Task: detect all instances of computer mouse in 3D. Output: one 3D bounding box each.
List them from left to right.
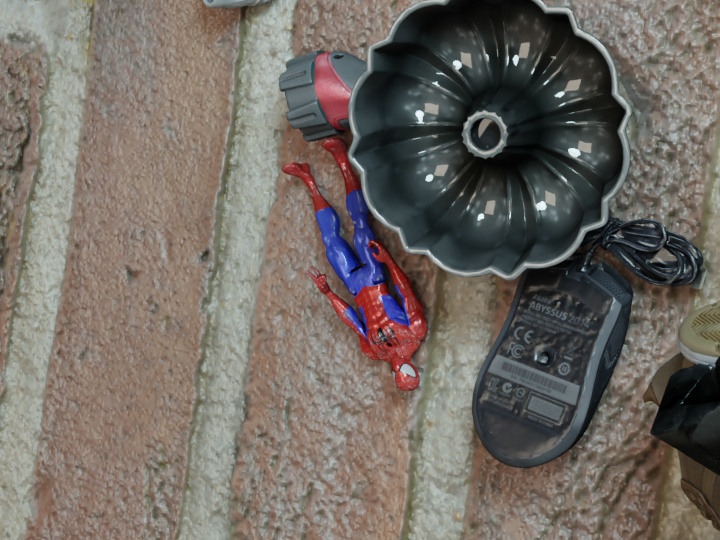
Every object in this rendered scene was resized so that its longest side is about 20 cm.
[{"bbox_3d":[0.152,0.050,1.132,0.138,0.053,0.201,26,89,27],"label":"computer mouse"}]

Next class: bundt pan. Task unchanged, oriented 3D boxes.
[{"bbox_3d":[0.096,-0.098,1.096,0.201,0.076,0.203,4,102,19],"label":"bundt pan"}]

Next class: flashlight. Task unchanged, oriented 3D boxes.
[{"bbox_3d":[0.040,-0.152,1.181,0.199,0.068,0.068,-15,116,22],"label":"flashlight"}]

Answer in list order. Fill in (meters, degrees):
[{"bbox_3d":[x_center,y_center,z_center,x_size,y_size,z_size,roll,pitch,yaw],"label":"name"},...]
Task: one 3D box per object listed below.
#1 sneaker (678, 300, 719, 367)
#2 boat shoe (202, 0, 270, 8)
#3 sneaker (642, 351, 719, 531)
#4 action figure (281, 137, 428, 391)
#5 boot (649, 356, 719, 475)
[{"bbox_3d":[0.297,0.076,0.970,0.199,0.071,0.113,3,129,15],"label":"sneaker"},{"bbox_3d":[-0.112,-0.302,1.220,0.072,0.068,0.201,24,126,49],"label":"boat shoe"},{"bbox_3d":[0.254,0.143,1.020,0.076,0.070,0.201,-38,74,54],"label":"sneaker"},{"bbox_3d":[0.000,0.000,1.208,0.065,0.052,0.201,-28,80,20],"label":"action figure"},{"bbox_3d":[0.291,0.108,0.909,0.200,0.066,0.165,38,140,-9],"label":"boot"}]
